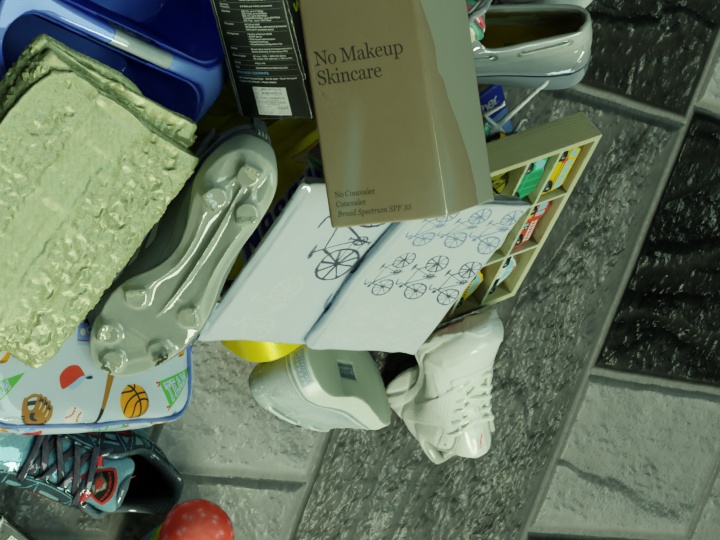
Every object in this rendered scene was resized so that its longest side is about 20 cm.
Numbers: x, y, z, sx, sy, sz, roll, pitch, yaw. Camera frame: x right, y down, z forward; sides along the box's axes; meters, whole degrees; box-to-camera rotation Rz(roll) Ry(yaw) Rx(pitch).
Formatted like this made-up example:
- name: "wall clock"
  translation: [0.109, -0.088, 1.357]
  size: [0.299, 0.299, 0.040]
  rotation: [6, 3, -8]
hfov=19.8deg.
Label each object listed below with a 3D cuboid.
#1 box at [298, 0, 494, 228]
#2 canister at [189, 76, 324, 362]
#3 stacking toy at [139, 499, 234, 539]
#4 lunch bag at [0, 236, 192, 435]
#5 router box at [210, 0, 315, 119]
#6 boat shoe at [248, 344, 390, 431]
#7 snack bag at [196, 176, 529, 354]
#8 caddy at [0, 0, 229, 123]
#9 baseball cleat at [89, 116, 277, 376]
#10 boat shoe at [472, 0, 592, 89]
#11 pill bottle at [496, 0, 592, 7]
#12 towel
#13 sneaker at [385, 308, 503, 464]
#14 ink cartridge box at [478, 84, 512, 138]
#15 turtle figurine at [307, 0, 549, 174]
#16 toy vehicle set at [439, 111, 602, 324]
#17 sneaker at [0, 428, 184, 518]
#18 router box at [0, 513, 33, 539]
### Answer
- name: "box"
  translation: [0.021, -0.135, 1.372]
  size: [0.078, 0.094, 0.201]
  rotation: [-20, 101, -60]
- name: "canister"
  translation: [-0.067, -0.047, 1.564]
  size: [0.148, 0.086, 0.201]
  rotation: [-36, 133, -24]
- name: "stacking toy"
  translation: [-0.129, 0.218, 1.569]
  size: [0.085, 0.085, 0.200]
  rotation: [-42, 175, -19]
- name: "lunch bag"
  translation: [-0.205, 0.035, 1.466]
  size: [0.199, 0.075, 0.161]
  rotation: [0, 86, -45]
- name: "router box"
  translation: [-0.037, -0.222, 1.451]
  size: [0.200, 0.062, 0.151]
  rotation: [-59, 143, -46]
- name: "boat shoe"
  translation: [-0.034, 0.096, 1.680]
  size: [0.071, 0.070, 0.201]
  rotation: [-18, 163, 16]
- name: "snack bag"
  translation: [0.000, 0.000, 1.513]
  size: [0.199, 0.021, 0.189]
  rotation: [5, 139, -34]
- name: "caddy"
  translation: [-0.172, -0.163, 1.386]
  size: [0.200, 0.105, 0.142]
  rotation: [21, 98, -47]
- name: "baseball cleat"
  translation: [-0.117, -0.016, 1.425]
  size: [0.070, 0.107, 0.200]
  rotation: [35, 110, -16]
- name: "boat shoe"
  translation: [0.080, -0.183, 1.572]
  size: [0.201, 0.075, 0.086]
  rotation: [2, 143, -2]
- name: "pill bottle"
  translation: [0.110, -0.276, 1.588]
  size: [0.113, 0.112, 0.200]
  rotation: [-55, 137, -5]
- name: "towel"
  translation: [-0.207, -0.043, 1.349]
  size: [0.148, 0.036, 0.201]
  rotation: [32, 94, -34]
- name: "sneaker"
  translation: [0.087, 0.101, 1.709]
  size: [0.078, 0.100, 0.200]
  rotation: [-22, 163, -19]
- name: "ink cartridge box"
  translation: [0.059, -0.076, 1.674]
  size: [0.136, 0.076, 0.201]
  rotation: [-39, 131, -21]
- name: "turtle figurine"
  translation: [0.049, -0.132, 1.502]
  size: [0.200, 0.101, 0.150]
  rotation: [-49, 141, -5]
- name: "toy vehicle set"
  translation: [0.100, -0.033, 1.597]
  size: [0.124, 0.027, 0.200]
  rotation: [-20, 151, -33]
- name: "sneaker"
  translation: [-0.208, 0.135, 1.519]
  size: [0.199, 0.095, 0.080]
  rotation: [16, 100, -46]
- name: "router box"
  translation: [-0.273, 0.275, 1.543]
  size: [0.150, 0.062, 0.200]
  rotation: [-50, 135, -10]
